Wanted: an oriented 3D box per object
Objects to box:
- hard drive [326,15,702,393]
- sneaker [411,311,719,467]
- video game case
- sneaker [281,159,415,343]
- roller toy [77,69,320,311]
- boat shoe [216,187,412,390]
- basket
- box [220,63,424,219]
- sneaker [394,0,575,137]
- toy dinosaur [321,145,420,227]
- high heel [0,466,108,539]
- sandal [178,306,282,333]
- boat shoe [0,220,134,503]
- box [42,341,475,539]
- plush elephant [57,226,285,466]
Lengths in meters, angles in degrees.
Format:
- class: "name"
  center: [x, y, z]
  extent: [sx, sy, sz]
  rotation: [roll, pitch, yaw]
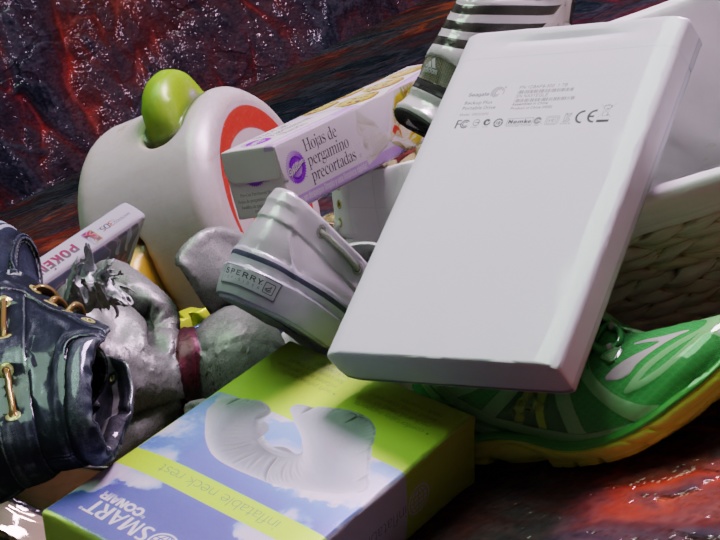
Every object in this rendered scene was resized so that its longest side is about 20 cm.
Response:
- class: "hard drive"
  center: [0.076, -0.035, 0.861]
  extent: [0.131, 0.027, 0.201]
  rotation: [1, 54, 39]
- class: "sneaker"
  center: [0.093, 0.045, 0.848]
  extent: [0.199, 0.084, 0.074]
  rotation: [-12, 16, 42]
- class: "video game case"
  center: [-0.220, 0.070, 1.179]
  extent: [0.182, 0.023, 0.201]
  rotation: [-42, -22, -55]
- class: "sneaker"
  center: [0.000, 0.000, 1.077]
  extent: [0.199, 0.117, 0.073]
  rotation: [-27, -17, 39]
- class: "roller toy"
  center: [-0.126, -0.036, 1.384]
  extent: [0.139, 0.202, 0.182]
  rotation: [-17, -22, 25]
- class: "boat shoe"
  center: [0.000, 0.019, 0.941]
  extent: [0.073, 0.200, 0.067]
  rotation: [21, 81, 29]
- class: "basket"
  center: [0.183, -0.054, 0.910]
  extent: [0.198, 0.124, 0.137]
  rotation: [-16, 45, 26]
- class: "box"
  center: [-0.003, -0.078, 1.027]
  extent: [0.041, 0.039, 0.200]
  rotation: [-6, 15, 37]
- class: "sneaker"
  center: [0.115, -0.100, 1.021]
  extent: [0.075, 0.200, 0.116]
  rotation: [28, 94, 45]
- class: "toy dinosaur"
  center: [0.050, -0.072, 1.167]
  extent: [0.200, 0.058, 0.101]
  rotation: [-38, 2, 23]
- class: "high heel"
  center: [-0.157, 0.106, 0.900]
  extent: [0.199, 0.143, 0.072]
  rotation: [-24, 32, 18]
- class: "sandal"
  center: [-0.091, 0.060, 1.203]
  extent: [0.199, 0.080, 0.087]
  rotation: [-22, 47, -26]
- class: "boat shoe"
  center: [-0.157, 0.038, 0.889]
  extent: [0.090, 0.071, 0.201]
  rotation: [-15, 37, 7]
- class: "box"
  center: [-0.050, 0.111, 0.825]
  extent: [0.121, 0.048, 0.200]
  rotation: [20, 36, 32]
- class: "plush elephant"
  center: [-0.108, 0.064, 1.036]
  extent: [0.200, 0.153, 0.166]
  rotation: [120, 158, -52]
